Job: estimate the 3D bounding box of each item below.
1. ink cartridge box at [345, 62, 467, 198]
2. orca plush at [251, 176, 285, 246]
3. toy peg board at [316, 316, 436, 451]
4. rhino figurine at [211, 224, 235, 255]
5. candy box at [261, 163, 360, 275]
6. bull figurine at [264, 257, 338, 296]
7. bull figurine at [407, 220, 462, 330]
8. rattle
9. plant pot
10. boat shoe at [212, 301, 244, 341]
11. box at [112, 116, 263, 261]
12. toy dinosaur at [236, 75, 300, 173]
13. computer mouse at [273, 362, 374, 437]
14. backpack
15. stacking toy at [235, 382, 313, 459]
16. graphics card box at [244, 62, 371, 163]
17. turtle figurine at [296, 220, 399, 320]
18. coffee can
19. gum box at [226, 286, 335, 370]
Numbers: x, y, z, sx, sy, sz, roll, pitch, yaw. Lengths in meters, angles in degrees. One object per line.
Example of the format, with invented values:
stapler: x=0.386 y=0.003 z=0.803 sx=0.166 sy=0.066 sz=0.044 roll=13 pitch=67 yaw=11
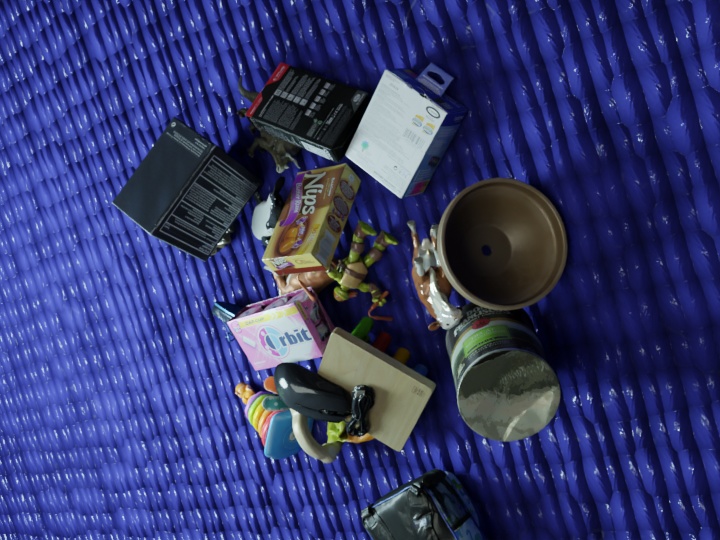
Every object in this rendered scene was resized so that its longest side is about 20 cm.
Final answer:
ink cartridge box: x=0.080 y=-0.238 z=1.280 sx=0.136 sy=0.076 sz=0.200 roll=40 pitch=124 yaw=20
orca plush: x=-0.154 y=-0.114 z=1.474 sx=0.200 sy=0.071 sz=0.105 roll=114 pitch=140 yaw=-56
toy peg board: x=0.033 y=0.194 z=1.417 sx=0.199 sy=0.098 sz=0.200 roll=29 pitch=134 yaw=9
rhino figurine: x=-0.335 y=-0.122 z=1.621 sx=0.087 sy=0.060 sz=0.200 roll=-37 pitch=79 yaw=33
candy box: x=-0.084 y=-0.090 z=1.375 sx=0.117 sy=0.200 sz=0.056 roll=-5 pitch=144 yaw=37
bull figurine: x=-0.118 y=0.017 z=1.484 sx=0.121 sy=0.065 sz=0.200 roll=47 pitch=127 yaw=-3
bull figurine: x=0.117 y=0.005 z=1.258 sx=0.065 sy=0.200 sz=0.122 roll=-13 pitch=123 yaw=0
rattle: x=-0.074 y=0.264 z=1.476 sx=0.143 sy=0.130 sz=0.200 roll=-17 pitch=114 yaw=49
plant pot: x=0.208 y=-0.036 z=1.207 sx=0.201 sy=0.201 sz=0.093 roll=65 pitch=168 yaw=3
boat shoe: x=-0.232 y=0.127 z=1.599 sx=0.200 sy=0.084 sz=0.069 roll=28 pitch=106 yaw=29
box: x=-0.322 y=-0.148 z=1.471 sx=0.123 sy=0.200 sz=0.198 roll=35 pitch=89 yaw=23
toy dinosaur: x=-0.170 y=-0.273 z=1.465 sx=0.102 sy=0.077 sz=0.200 roll=-16 pitch=88 yaw=26
computer mouse: x=-0.078 y=0.232 z=1.411 sx=0.200 sy=0.053 sz=0.139 roll=23 pitch=134 yaw=15
backpack: x=0.131 y=0.470 z=1.394 sx=0.183 sy=0.147 sz=0.200 roll=-39 pitch=75 yaw=35
stacking toy: x=-0.198 y=0.291 z=1.622 sx=0.200 sy=0.116 sz=0.110 roll=30 pitch=116 yaw=38
graphics card box: x=-0.089 y=-0.279 z=1.368 sx=0.200 sy=0.051 sz=0.126 roll=25 pitch=76 yaw=28
turtle figurine: x=0.000 y=0.000 z=1.393 sx=0.200 sy=0.064 sz=0.161 roll=27 pitch=107 yaw=-18
coffee can: x=0.211 y=0.144 z=1.186 sx=0.146 sy=0.200 sz=0.147 roll=0 pitch=109 yaw=1
gum box: x=-0.141 y=0.110 z=1.458 sx=0.200 sy=0.066 sz=0.114 roll=-17 pitch=108 yaw=39
